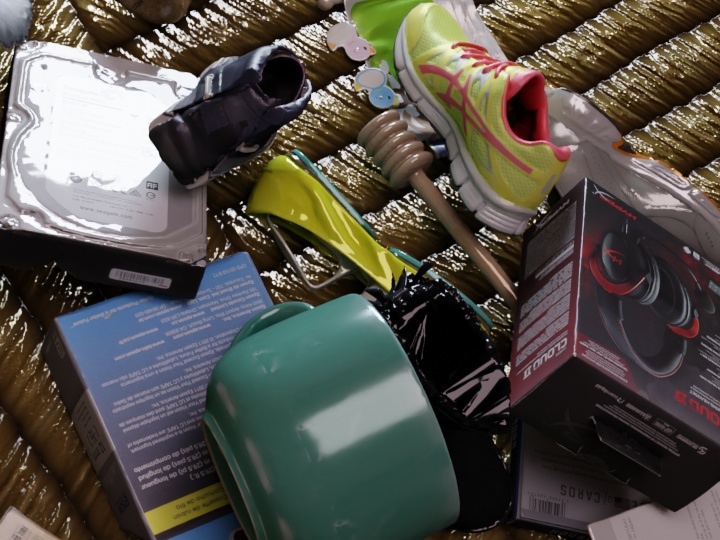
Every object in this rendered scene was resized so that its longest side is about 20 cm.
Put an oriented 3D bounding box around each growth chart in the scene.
[{"bbox_3d":[0.064,-0.151,1.305,0.145,0.018,0.200,-27,77,-28],"label":"growth chart"}]

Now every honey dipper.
[{"bbox_3d":[0.071,-0.030,1.218,0.038,0.038,0.200,-29,73,-29],"label":"honey dipper"}]

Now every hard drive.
[{"bbox_3d":[-0.172,-0.072,1.126,0.139,0.038,0.200,12,40,-15],"label":"hard drive"}]

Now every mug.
[{"bbox_3d":[-0.030,0.103,1.013,0.114,0.185,0.152,-24,96,-13],"label":"mug"}]

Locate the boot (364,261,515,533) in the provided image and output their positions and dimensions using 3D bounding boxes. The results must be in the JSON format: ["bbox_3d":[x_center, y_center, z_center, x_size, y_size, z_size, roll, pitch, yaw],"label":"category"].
[{"bbox_3d":[0.055,0.088,1.086,0.073,0.162,0.198,-36,96,-19],"label":"boot"}]

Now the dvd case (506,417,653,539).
[{"bbox_3d":[0.183,0.102,1.226,0.150,0.025,0.200,14,63,-14],"label":"dvd case"}]

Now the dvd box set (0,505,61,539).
[{"bbox_3d":[-0.166,0.255,1.000,0.200,0.029,0.147,33,74,-3],"label":"dvd box set"}]

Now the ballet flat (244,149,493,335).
[{"bbox_3d":[0.000,0.000,1.190,0.200,0.067,0.067,41,80,5],"label":"ballet flat"}]

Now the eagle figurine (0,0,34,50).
[{"bbox_3d":[-0.304,-0.254,1.162,0.151,0.151,0.201,7,89,-57],"label":"eagle figurine"}]

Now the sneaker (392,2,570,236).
[{"bbox_3d":[0.095,-0.126,1.222,0.078,0.090,0.200,3,51,-44],"label":"sneaker"}]

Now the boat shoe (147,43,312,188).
[{"bbox_3d":[-0.066,-0.117,1.144,0.075,0.093,0.200,56,22,-12],"label":"boat shoe"}]

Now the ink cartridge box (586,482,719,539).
[{"bbox_3d":[0.246,0.244,1.153,0.176,0.045,0.200,-14,81,-27],"label":"ink cartridge box"}]

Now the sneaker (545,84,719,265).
[{"bbox_3d":[0.190,-0.051,1.285,0.200,0.076,0.092,35,86,-12],"label":"sneaker"}]

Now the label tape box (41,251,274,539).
[{"bbox_3d":[-0.101,0.105,1.095,0.143,0.066,0.200,-20,77,-27],"label":"label tape box"}]

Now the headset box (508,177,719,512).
[{"bbox_3d":[0.182,0.056,1.143,0.148,0.075,0.200,32,40,-17],"label":"headset box"}]

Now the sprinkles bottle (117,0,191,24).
[{"bbox_3d":[-0.117,-0.275,1.264,0.068,0.068,0.200,31,59,-5],"label":"sprinkles bottle"}]
